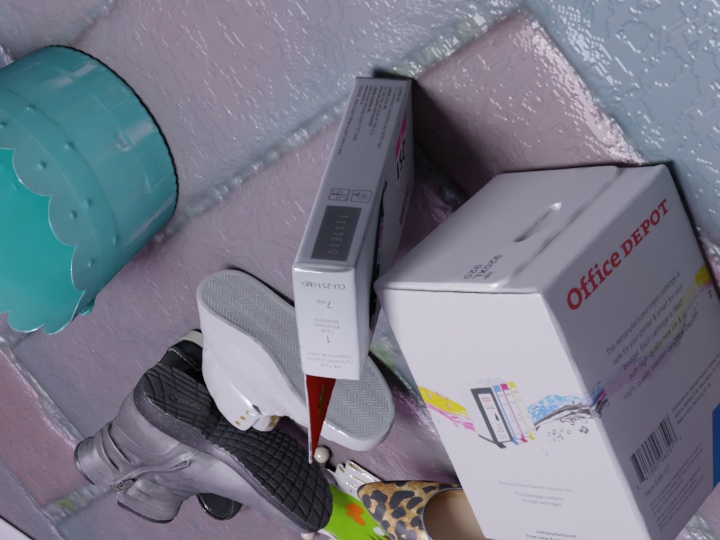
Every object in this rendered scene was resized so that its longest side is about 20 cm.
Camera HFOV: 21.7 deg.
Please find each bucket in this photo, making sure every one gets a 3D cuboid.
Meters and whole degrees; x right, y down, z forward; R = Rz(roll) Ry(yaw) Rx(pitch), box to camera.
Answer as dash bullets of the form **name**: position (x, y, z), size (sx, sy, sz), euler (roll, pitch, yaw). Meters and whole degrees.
- **bucket**: position (-0.253, -0.067, 1.475), size (0.207, 0.135, 0.208), euler (27, 138, 27)

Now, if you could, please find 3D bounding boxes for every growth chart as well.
- **growth chart**: position (0.028, 0.228, 1.558), size (0.200, 0.018, 0.145), euler (29, 139, 28)

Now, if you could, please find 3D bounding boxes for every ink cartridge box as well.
- **ink cartridge box**: position (0.133, 0.054, 1.180), size (0.144, 0.147, 0.200), euler (0, 123, 46)
- **ink cartridge box**: position (0.000, 0.000, 1.228), size (0.043, 0.200, 0.174), euler (5, 132, 10)

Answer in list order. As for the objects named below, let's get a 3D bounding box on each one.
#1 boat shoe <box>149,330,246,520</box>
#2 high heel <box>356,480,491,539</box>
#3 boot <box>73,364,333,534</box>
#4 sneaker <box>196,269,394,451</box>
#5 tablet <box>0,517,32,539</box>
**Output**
- **boat shoe**: position (-0.143, 0.145, 1.617), size (0.072, 0.068, 0.200), euler (20, 137, 30)
- **high heel**: position (0.095, 0.172, 1.383), size (0.199, 0.072, 0.143), euler (21, 145, 8)
- **boot**: position (-0.129, 0.171, 1.555), size (0.200, 0.070, 0.132), euler (38, 127, -4)
- **sneaker**: position (-0.051, 0.095, 1.479), size (0.200, 0.074, 0.116), euler (40, 146, 28)
- **tablet**: position (-0.352, 0.340, 2.053), size (0.200, 0.014, 0.130), euler (29, 139, 24)
